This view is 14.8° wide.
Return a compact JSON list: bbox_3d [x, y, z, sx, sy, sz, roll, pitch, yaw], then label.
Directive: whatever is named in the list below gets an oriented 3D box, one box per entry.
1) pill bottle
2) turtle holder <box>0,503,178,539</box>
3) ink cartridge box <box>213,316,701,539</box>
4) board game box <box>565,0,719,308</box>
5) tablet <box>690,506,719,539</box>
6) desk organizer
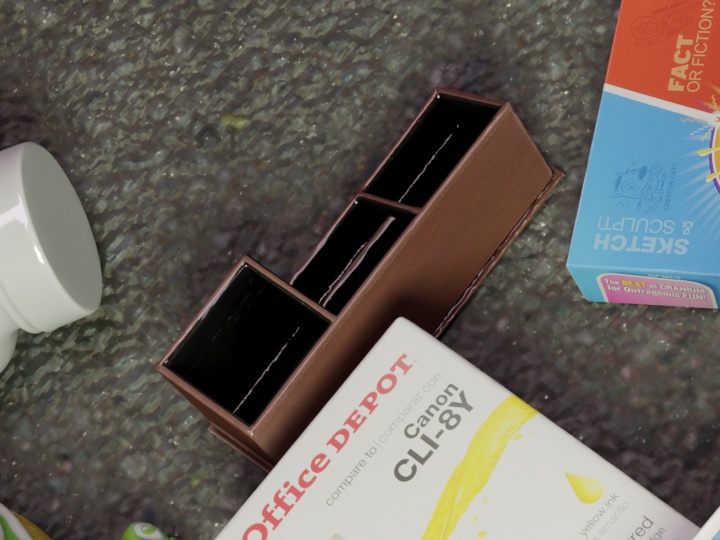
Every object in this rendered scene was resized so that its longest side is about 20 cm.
[{"bbox_3d":[-0.236,0.012,1.369,0.199,0.120,0.120,-21,59,12],"label":"pill bottle"},{"bbox_3d":[-0.177,0.161,1.261,0.185,0.141,0.132,-34,37,15],"label":"turtle holder"},{"bbox_3d":[0.051,0.136,1.205,0.200,0.083,0.145,35,81,35],"label":"ink cartridge box"},{"bbox_3d":[0.206,-0.055,1.267,0.199,0.040,0.154,3,66,24],"label":"board game box"},{"bbox_3d":[0.147,0.154,1.134,0.200,0.130,0.014,-49,46,-6],"label":"tablet"},{"bbox_3d":[0.000,0.000,1.303,0.072,0.077,0.200,33,80,32],"label":"desk organizer"}]
